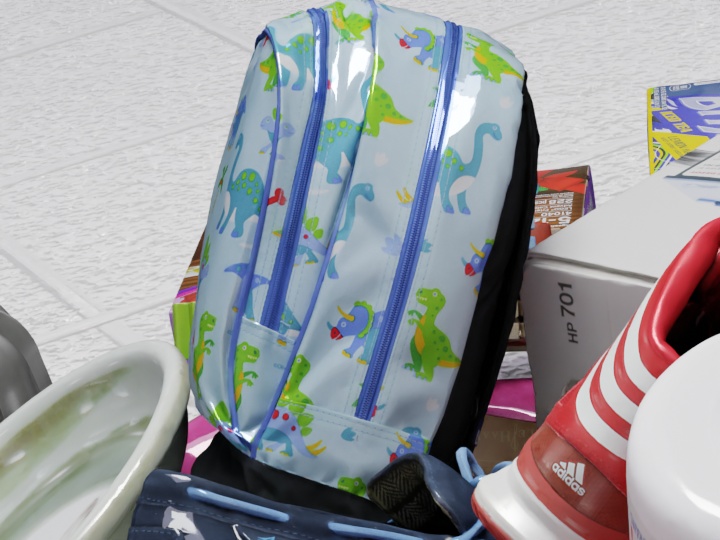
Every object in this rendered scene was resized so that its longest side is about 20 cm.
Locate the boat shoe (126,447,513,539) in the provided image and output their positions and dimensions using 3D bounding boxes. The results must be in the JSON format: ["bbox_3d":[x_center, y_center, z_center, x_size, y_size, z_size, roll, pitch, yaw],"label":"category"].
[{"bbox_3d":[0.022,0.090,0.929,0.200,0.069,0.084,2,-7,-32],"label":"boat shoe"}]

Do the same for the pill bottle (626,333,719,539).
[{"bbox_3d":[0.135,0.121,0.823,0.112,0.200,0.112,-5,34,3],"label":"pill bottle"}]

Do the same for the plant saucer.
[{"bbox_3d":[-0.130,0.114,1.124,0.200,0.050,0.200,-37,18,14],"label":"plant saucer"}]

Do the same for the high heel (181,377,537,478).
[{"bbox_3d":[0.008,0.082,1.182,0.200,0.067,0.096,-5,8,-23],"label":"high heel"}]

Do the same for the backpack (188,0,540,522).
[{"bbox_3d":[0.000,0.000,1.071,0.154,0.200,0.163,29,2,0],"label":"backpack"}]

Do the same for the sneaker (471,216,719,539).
[{"bbox_3d":[0.119,0.044,0.909,0.078,0.116,0.200,43,19,13],"label":"sneaker"}]

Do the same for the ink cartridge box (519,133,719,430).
[{"bbox_3d":[0.162,0.027,1.139,0.086,0.147,0.200,12,31,39],"label":"ink cartridge box"}]

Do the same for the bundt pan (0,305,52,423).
[{"bbox_3d":[-0.237,0.063,1.327,0.201,0.076,0.202,-10,21,4],"label":"bundt pan"}]

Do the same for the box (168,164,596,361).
[{"bbox_3d":[0.015,-0.001,1.421,0.200,0.039,0.137,-6,22,9],"label":"box"}]

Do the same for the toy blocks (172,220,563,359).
[{"bbox_3d":[0.032,0.008,1.236,0.200,0.100,0.137,-1,-5,-18],"label":"toy blocks"}]

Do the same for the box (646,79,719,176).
[{"bbox_3d":[0.176,-0.032,1.394,0.070,0.064,0.200,-7,21,8],"label":"box"}]
